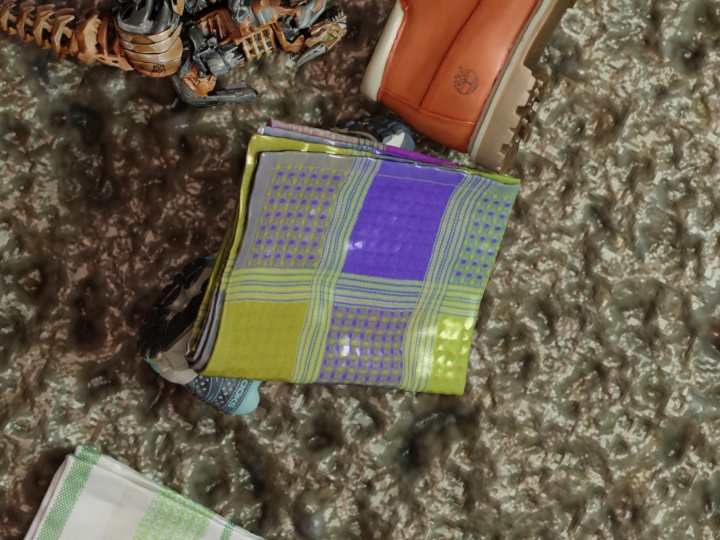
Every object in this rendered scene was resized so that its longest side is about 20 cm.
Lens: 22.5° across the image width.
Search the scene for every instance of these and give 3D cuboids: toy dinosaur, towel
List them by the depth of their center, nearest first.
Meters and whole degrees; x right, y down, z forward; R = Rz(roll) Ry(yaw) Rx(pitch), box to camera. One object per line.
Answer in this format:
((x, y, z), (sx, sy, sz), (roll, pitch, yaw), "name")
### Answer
((0.000, 0.000, 1.008), (0.199, 0.023, 0.144), (9, 103, -38), "towel")
((-0.109, -0.155, 1.010), (0.199, 0.102, 0.136), (-13, 112, -28), "toy dinosaur")
((-0.113, 0.208, 1.057), (0.199, 0.031, 0.150), (28, 91, -10), "towel")

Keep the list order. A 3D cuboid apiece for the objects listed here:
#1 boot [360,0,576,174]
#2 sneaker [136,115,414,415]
((0.073, -0.167, 1.020), (0.107, 0.075, 0.201), (26, 96, 12), "boot")
((-0.036, -0.003, 1.042), (0.200, 0.078, 0.086), (-47, 120, -6), "sneaker")
